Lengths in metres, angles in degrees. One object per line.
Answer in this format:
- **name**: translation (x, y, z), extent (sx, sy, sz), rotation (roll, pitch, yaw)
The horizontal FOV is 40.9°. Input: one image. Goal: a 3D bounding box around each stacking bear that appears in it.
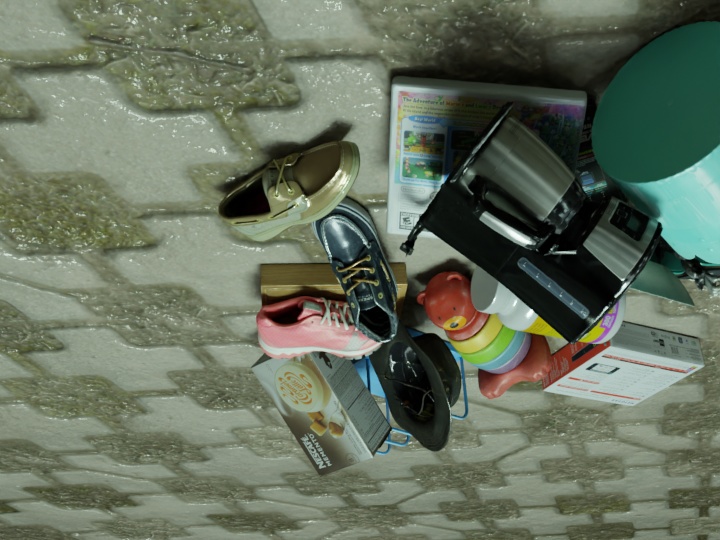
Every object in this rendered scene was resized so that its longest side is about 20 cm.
- **stacking bear**: translation (0.163, 0.074, 1.352), extent (0.120, 0.115, 0.199), rotation (-27, 131, 30)

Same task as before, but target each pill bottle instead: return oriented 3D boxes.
- **pill bottle**: translation (0.250, 0.034, 1.294), extent (0.196, 0.106, 0.104), rotation (10, 148, -23)

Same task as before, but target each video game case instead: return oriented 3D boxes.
- **video game case**: translation (0.127, -0.110, 1.018), extent (0.196, 0.024, 0.185), rotation (6, 126, 6)

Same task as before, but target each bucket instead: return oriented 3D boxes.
- **bucket**: translation (0.334, -0.128, 0.937), extent (0.205, 0.210, 0.134), rotation (-28, 134, 36)

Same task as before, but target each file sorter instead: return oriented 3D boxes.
- **file sorter**: translation (0.060, 0.200, 1.539), extent (0.137, 0.125, 0.199), rotation (20, 142, -36)

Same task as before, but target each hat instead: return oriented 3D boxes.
- **hat**: translation (0.093, 0.145, 1.357), extent (0.080, 0.202, 0.202), rotation (-23, 158, -25)

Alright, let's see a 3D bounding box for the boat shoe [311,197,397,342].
- **boat shoe**: translation (0.000, 0.000, 1.196), extent (0.070, 0.092, 0.201), rotation (-20, 134, 15)

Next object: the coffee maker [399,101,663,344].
- **coffee maker**: translation (0.169, -0.035, 0.955), extent (0.199, 0.135, 0.192), rotation (39, 155, 3)

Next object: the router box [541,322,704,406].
- **router box**: translation (0.423, 0.154, 1.572), extent (0.197, 0.050, 0.180), rotation (12, 146, -25)

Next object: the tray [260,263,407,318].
- **tray**: translation (-0.038, 0.031, 1.328), extent (0.196, 0.038, 0.099), rotation (0, 149, -4)

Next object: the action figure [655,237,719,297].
- **action figure**: translation (0.433, -0.041, 1.172), extent (0.196, 0.103, 0.121), rotation (-8, 129, -5)

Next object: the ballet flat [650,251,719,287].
- **ballet flat**: translation (0.420, -0.011, 1.275), extent (0.196, 0.074, 0.073), rotation (2, 150, -14)

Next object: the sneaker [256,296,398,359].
- **sneaker**: translation (-0.047, 0.071, 1.288), extent (0.196, 0.075, 0.087), rotation (-7, 146, 4)

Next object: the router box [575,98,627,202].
- **router box**: translation (0.191, -0.101, 1.099), extent (0.197, 0.063, 0.150), rotation (-15, 148, 19)

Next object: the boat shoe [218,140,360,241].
- **boat shoe**: translation (-0.083, -0.090, 1.079), extent (0.066, 0.075, 0.199), rotation (18, 144, -41)

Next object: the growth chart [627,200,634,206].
- **growth chart**: translation (0.284, -0.049, 1.127), extent (0.142, 0.018, 0.200), rotation (-18, -170, 12)

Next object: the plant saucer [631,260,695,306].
- **plant saucer**: translation (0.310, -0.002, 1.166), extent (0.197, 0.039, 0.201), rotation (16, -176, -1)

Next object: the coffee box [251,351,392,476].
- **coffee box**: translation (-0.057, 0.192, 1.447), extent (0.113, 0.080, 0.202), rotation (-24, 102, 34)
